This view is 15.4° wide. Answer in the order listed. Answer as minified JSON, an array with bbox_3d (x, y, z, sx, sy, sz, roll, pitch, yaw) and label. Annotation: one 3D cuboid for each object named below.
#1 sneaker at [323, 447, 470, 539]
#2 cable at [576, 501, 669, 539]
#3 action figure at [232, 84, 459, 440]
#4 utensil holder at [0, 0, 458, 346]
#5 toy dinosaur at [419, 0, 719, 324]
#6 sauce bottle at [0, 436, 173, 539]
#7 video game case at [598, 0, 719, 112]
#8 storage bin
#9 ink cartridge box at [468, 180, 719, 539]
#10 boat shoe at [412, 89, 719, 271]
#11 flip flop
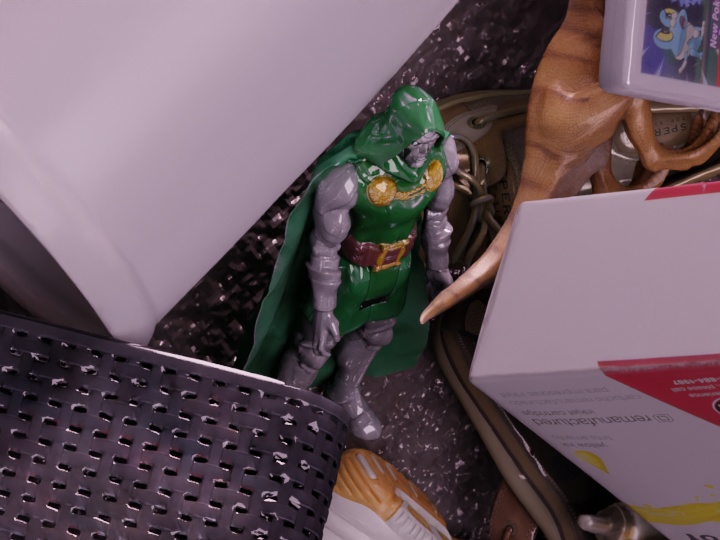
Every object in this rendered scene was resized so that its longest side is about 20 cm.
[{"bbox_3d":[0.031,0.163,1.191,0.088,0.076,0.200,-44,116,7],"label":"sneaker"},{"bbox_3d":[0.168,0.123,1.201,0.050,0.097,0.200,-36,136,24],"label":"cable"},{"bbox_3d":[0.000,0.000,1.081,0.118,0.055,0.200,-21,147,-30],"label":"action figure"},{"bbox_3d":[-0.083,-0.093,1.015,0.200,0.170,0.170,-47,117,-13],"label":"utensil holder"},{"bbox_3d":[0.089,-0.056,1.104,0.106,0.060,0.201,23,83,-25],"label":"toy dinosaur"},{"bbox_3d":[-0.150,0.132,1.086,0.200,0.066,0.066,-48,117,-10],"label":"sauce bottle"},{"bbox_3d":[0.183,-0.161,1.107,0.181,0.023,0.201,7,87,-32],"label":"video game case"},{"bbox_3d":[-0.112,0.084,0.998,0.199,0.135,0.094,15,72,0],"label":"storage bin"},{"bbox_3d":[0.163,0.051,1.050,0.200,0.145,0.084,38,58,-38],"label":"ink cartridge box"},{"bbox_3d":[0.081,-0.043,1.165,0.200,0.063,0.074,-15,107,-24],"label":"boat shoe"},{"bbox_3d":[0.082,0.104,1.188,0.081,0.057,0.201,-31,92,-52],"label":"flip flop"}]
